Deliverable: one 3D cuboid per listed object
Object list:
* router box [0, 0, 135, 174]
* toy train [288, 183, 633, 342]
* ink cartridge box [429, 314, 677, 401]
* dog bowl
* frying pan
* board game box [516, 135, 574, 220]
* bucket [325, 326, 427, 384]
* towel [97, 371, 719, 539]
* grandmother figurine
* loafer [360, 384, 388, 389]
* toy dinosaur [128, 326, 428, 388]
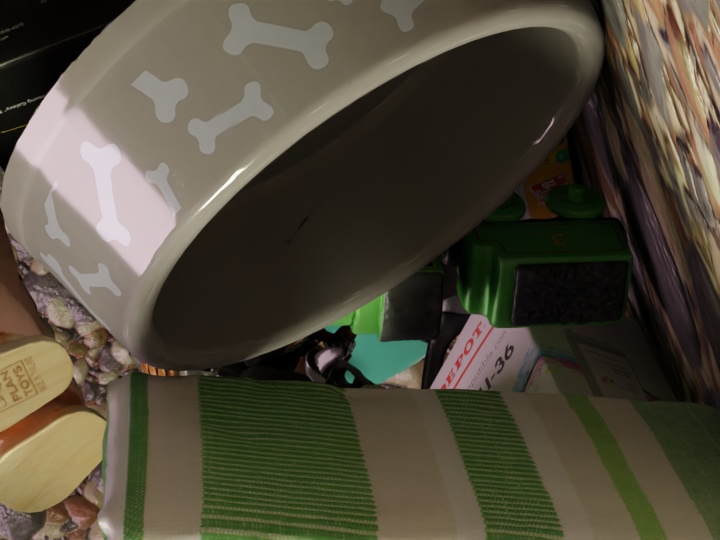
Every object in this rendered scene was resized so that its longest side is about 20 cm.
[{"bbox_3d":[-0.036,-0.088,0.928,0.149,0.199,0.051,71,178,-69],"label":"router box"},{"bbox_3d":[0.000,0.000,0.964,0.057,0.198,0.042,-107,18,-55],"label":"toy train"},{"bbox_3d":[0.065,0.083,1.029,0.117,0.067,0.200,-61,22,21],"label":"ink cartridge box"},{"bbox_3d":[-0.011,-0.043,0.852,0.059,0.199,0.200,55,175,18],"label":"dog bowl"},{"bbox_3d":[0.034,-0.005,1.063,0.115,0.031,0.192,-51,-40,-85],"label":"frying pan"},{"bbox_3d":[0.069,-0.054,1.163,0.200,0.030,0.096,77,175,-64],"label":"board game box"},{"bbox_3d":[-0.039,-0.044,1.231,0.208,0.206,0.135,70,177,-49],"label":"bucket"},{"bbox_3d":[0.023,0.063,0.817,0.153,0.198,0.024,-108,22,-77],"label":"towel"},{"bbox_3d":[-0.142,-0.016,0.933,0.200,0.060,0.122,-121,13,-46],"label":"grandmother figurine"},{"bbox_3d":[0.029,0.087,0.936,0.200,0.068,0.076,-102,18,-79],"label":"loafer"},{"bbox_3d":[-0.046,0.035,1.130,0.200,0.135,0.103,26,-109,-61],"label":"toy dinosaur"}]
